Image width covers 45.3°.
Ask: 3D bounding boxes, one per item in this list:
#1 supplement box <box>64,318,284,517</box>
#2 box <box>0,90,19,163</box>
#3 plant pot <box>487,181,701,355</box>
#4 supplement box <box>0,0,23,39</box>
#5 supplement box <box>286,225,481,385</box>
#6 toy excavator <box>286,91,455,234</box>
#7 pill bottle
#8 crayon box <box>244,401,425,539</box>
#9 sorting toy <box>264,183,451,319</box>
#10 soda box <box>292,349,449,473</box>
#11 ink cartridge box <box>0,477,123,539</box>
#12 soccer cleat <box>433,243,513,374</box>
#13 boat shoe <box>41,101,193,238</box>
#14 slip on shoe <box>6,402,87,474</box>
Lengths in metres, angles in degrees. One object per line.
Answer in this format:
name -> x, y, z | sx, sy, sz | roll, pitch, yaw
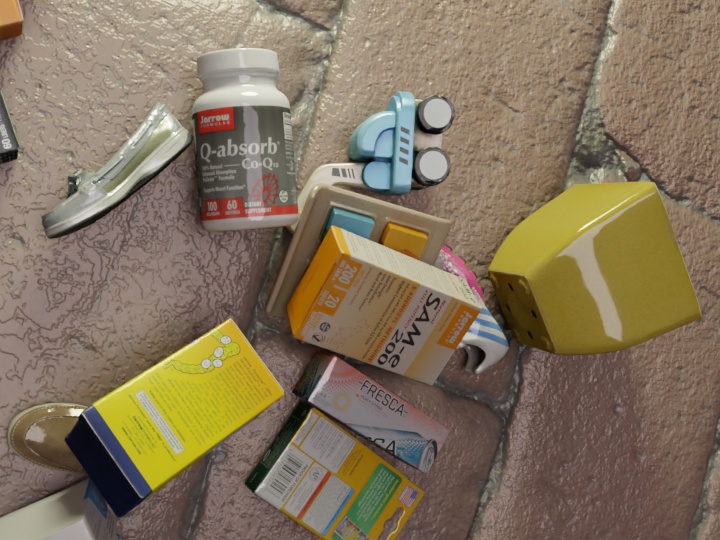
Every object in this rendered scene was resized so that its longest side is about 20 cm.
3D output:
supplement box -> -0.203, 0.160, 0.951 | 0.200, 0.109, 0.110 | -33, 84, -37
box -> -0.465, -0.149, 0.874 | 0.199, 0.106, 0.123 | -20, 99, -21
plant pot -> 0.292, 0.010, 1.161 | 0.199, 0.194, 0.196 | -26, 102, -15
supplement box -> -0.460, -0.263, 0.895 | 0.199, 0.066, 0.069 | -20, 99, -22
supplement box -> 0.028, 0.045, 1.046 | 0.199, 0.074, 0.126 | 21, 112, -23
toy excavator -> 0.007, -0.132, 1.094 | 0.199, 0.100, 0.195 | 4, 91, -9
pill bottle -> -0.136, -0.149, 1.008 | 0.115, 0.116, 0.201 | -6, 94, -23
crayon box -> -0.031, 0.277, 1.102 | 0.200, 0.052, 0.126 | 40, 77, -18
sorting toy -> 0.000, 0.000, 1.074 | 0.199, 0.037, 0.186 | 13, 114, -24
soda box -> 0.015, 0.182, 1.112 | 0.200, 0.064, 0.069 | 35, 79, -19
ink cartridge box -> -0.310, 0.356, 0.934 | 0.125, 0.129, 0.201 | -24, 102, -9
soccer cleat -> 0.127, 0.052, 1.151 | 0.086, 0.070, 0.200 | -42, 107, -17
boat shoe -> -0.281, -0.111, 0.975 | 0.202, 0.074, 0.065 | -43, 101, -20
slip on shoe -> -0.297, 0.202, 0.981 | 0.199, 0.061, 0.076 | 23, 83, -22
